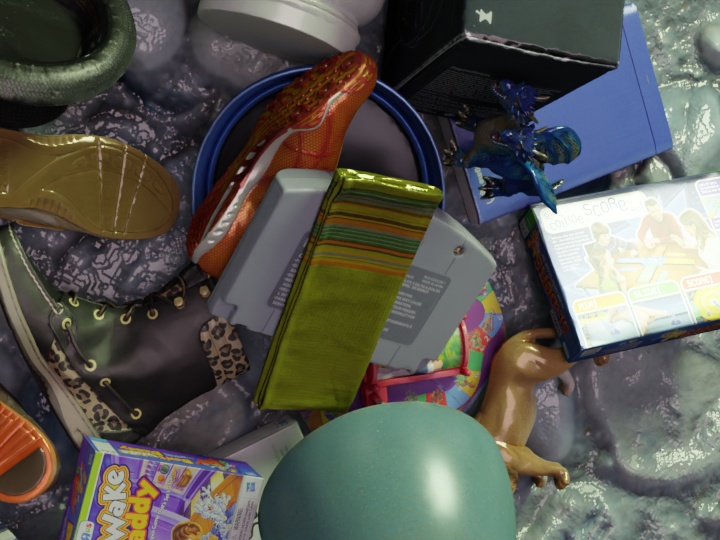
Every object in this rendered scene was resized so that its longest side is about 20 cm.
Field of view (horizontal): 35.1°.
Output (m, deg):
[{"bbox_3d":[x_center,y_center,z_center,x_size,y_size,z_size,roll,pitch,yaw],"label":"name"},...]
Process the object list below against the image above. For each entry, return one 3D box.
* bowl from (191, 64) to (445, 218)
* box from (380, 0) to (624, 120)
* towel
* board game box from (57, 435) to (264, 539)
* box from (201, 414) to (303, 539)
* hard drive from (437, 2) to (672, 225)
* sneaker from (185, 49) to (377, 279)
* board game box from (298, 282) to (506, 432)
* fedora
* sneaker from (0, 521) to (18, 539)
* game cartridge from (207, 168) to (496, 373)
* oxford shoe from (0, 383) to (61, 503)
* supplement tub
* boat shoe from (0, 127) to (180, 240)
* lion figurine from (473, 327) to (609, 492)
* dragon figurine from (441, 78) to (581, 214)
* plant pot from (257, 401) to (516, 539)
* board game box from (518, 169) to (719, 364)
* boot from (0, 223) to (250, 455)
[{"bbox_3d":[-0.033,-0.059,0.889,0.197,0.039,0.204,-1,105,-4],"label":"bowl"},{"bbox_3d":[0.104,-0.232,0.849,0.122,0.196,0.204,8,84,-13],"label":"box"},{"bbox_3d":[-0.011,0.022,0.821,0.085,0.018,0.202,7,120,-27],"label":"towel"},{"bbox_3d":[-0.162,0.236,0.845,0.133,0.045,0.203,14,91,-26],"label":"board game box"},{"bbox_3d":[-0.116,0.225,0.910,0.198,0.036,0.146,-24,101,-13],"label":"box"},{"bbox_3d":[0.166,-0.136,0.980,0.198,0.025,0.134,-21,100,-15],"label":"hard drive"},{"bbox_3d":[-0.049,-0.075,0.835,0.077,0.073,0.201,30,111,-27],"label":"sneaker"},{"bbox_3d":[0.041,0.073,0.946,0.158,0.039,0.201,40,82,-16],"label":"board game box"},{"bbox_3d":[-0.260,-0.166,0.793,0.198,0.092,0.203,16,47,-17],"label":"fedora"},{"bbox_3d":[-0.289,0.231,0.810,0.080,0.116,0.200,-8,53,-50],"label":"sneaker"},{"bbox_3d":[0.000,0.000,0.844,0.198,0.041,0.134,18,118,-33],"label":"game cartridge"},{"bbox_3d":[-0.299,0.093,0.831,0.071,0.073,0.200,-43,86,-9],"label":"oxford shoe"},{"bbox_3d":[-0.036,-0.268,0.845,0.143,0.144,0.203,16,88,-18],"label":"supplement tub"},{"bbox_3d":[-0.229,-0.067,0.838,0.198,0.069,0.075,13,86,-39],"label":"boat shoe"},{"bbox_3d":[0.129,0.120,0.967,0.121,0.072,0.203,19,81,-19],"label":"lion figurine"},{"bbox_3d":[0.131,-0.082,0.872,0.199,0.099,0.060,34,76,-47],"label":"dragon figurine"},{"bbox_3d":[0.031,0.217,0.829,0.197,0.135,0.203,-7,126,-10],"label":"plant pot"},{"bbox_3d":[0.249,-0.007,0.980,0.197,0.035,0.137,-10,69,-16],"label":"board game box"},{"bbox_3d":[-0.182,0.034,0.856,0.149,0.073,0.202,-27,105,-13],"label":"boot"}]
